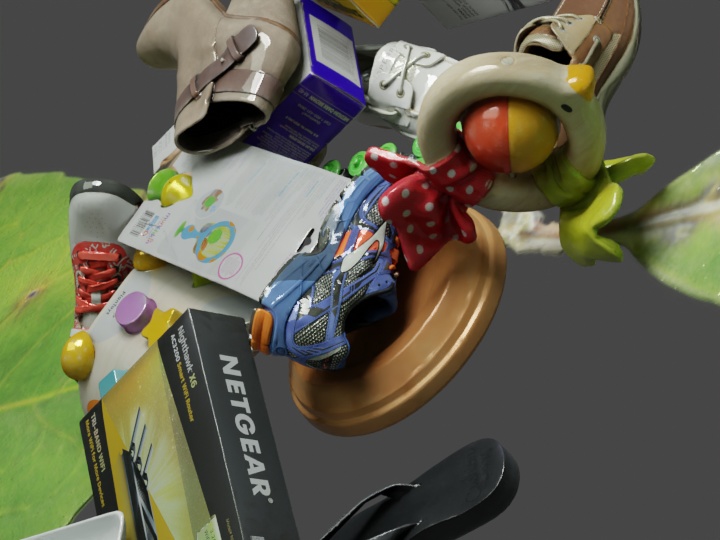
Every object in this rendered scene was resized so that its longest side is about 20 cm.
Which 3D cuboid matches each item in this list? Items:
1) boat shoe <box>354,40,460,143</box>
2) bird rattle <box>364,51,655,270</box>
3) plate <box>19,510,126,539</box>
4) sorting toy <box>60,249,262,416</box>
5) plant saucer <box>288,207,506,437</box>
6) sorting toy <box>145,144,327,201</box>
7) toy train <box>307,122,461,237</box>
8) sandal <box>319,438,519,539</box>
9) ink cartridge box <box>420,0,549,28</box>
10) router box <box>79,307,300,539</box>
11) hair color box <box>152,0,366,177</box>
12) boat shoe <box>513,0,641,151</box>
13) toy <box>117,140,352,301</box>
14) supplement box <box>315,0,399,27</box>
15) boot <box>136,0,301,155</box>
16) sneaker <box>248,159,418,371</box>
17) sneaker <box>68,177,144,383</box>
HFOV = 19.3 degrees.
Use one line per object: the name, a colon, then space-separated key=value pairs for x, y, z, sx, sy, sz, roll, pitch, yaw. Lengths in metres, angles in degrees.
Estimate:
boat shoe: x=0.035 y=-0.150 z=1.698 sx=0.199 sy=0.069 sz=0.071 roll=11 pitch=62 yaw=54
bird rattle: x=0.099 y=-0.084 z=1.447 sx=0.198 sy=0.164 sz=0.113 roll=10 pitch=44 yaw=17
plate: x=-0.242 y=0.282 z=1.488 sx=0.199 sy=0.032 sz=0.201 roll=-19 pitch=49 yaw=35
sorting toy: x=-0.125 y=0.064 z=1.629 sx=0.201 sy=0.107 sz=0.180 roll=-55 pitch=34 yaw=-10
plant saucer: x=0.019 y=0.028 z=1.559 sx=0.199 sy=0.037 sz=0.201 roll=-31 pitch=35 yaw=25
sorting toy: x=-0.117 y=-0.062 z=1.828 sx=0.200 sy=0.036 sz=0.185 roll=-52 pitch=31 yaw=3
toy train: x=0.019 y=-0.067 z=1.660 sx=0.199 sy=0.042 sz=0.057 roll=-15 pitch=55 yaw=42
sandal: x=0.015 y=0.171 z=1.403 sx=0.200 sy=0.043 sz=0.076 roll=-39 pitch=33 yaw=15
ink cartridge box: x=0.137 y=-0.292 z=1.714 sx=0.199 sy=0.084 sz=0.145 roll=-11 pitch=48 yaw=46
router box: x=-0.123 y=0.153 z=1.487 sx=0.157 sy=0.052 sz=0.201 roll=-44 pitch=49 yaw=36
hair color box: x=-0.086 y=-0.117 z=1.729 sx=0.200 sy=0.065 sz=0.110 roll=-44 pitch=34 yaw=28
boat shoe: x=0.153 y=-0.158 z=1.562 sx=0.075 sy=0.072 sz=0.201 roll=-15 pitch=44 yaw=41
toy: x=-0.089 y=-0.035 z=1.622 sx=0.199 sy=0.047 sz=0.115 roll=23 pitch=71 yaw=44
supplement box: x=0.019 y=-0.312 z=1.700 sx=0.200 sy=0.109 sz=0.109 roll=-52 pitch=30 yaw=-4
boot: x=-0.124 y=-0.157 z=1.688 sx=0.199 sy=0.070 sz=0.147 roll=-24 pitch=45 yaw=43
sneaker: x=0.000 y=0.000 z=1.521 sx=0.200 sy=0.078 sz=0.076 roll=-53 pitch=-13 yaw=-29
sneaker: x=-0.205 y=0.022 z=1.717 sx=0.067 sy=0.202 sz=0.109 roll=6 pitch=55 yaw=4
